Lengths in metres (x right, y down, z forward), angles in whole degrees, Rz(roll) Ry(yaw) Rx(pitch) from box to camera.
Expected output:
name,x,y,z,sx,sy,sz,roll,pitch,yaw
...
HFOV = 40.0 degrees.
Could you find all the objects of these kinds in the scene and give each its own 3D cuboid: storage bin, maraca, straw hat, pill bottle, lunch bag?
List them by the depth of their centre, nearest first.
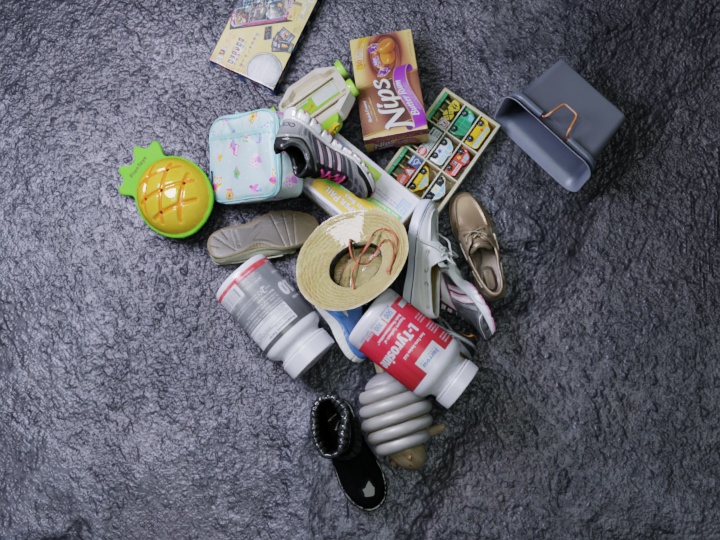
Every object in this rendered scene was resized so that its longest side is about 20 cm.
name,x,y,z,sx,sy,sz,roll,pitch,yaw
pill bottle,0.088,0.130,1.611,0.199,0.112,0.113,37,85,5
straw hat,0.000,0.000,1.639,0.199,0.085,0.203,-12,58,19
pill bottle,-0.144,0.081,1.700,0.114,0.114,0.200,-43,83,-4
lunch bag,-0.185,-0.198,1.705,0.199,0.077,0.162,-1,94,45
storage bin,0.357,-0.265,1.722,0.200,0.146,0.134,42,76,7
maraca,-0.343,-0.142,1.744,0.199,0.107,0.138,38,89,18

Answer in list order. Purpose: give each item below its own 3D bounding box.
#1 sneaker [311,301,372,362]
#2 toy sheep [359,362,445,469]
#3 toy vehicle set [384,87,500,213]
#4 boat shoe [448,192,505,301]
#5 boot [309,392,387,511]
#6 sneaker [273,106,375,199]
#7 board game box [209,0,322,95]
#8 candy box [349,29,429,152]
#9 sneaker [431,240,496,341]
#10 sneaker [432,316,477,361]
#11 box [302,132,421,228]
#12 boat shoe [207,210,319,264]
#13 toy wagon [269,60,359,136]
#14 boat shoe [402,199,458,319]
name,x,y,z,sx,sy,sz,roll,pitch,yaw
sneaker,-0.026,0.054,1.711,0.089,0.079,0.201,-34,90,15
toy sheep,0.061,0.238,1.666,0.137,0.138,0.202,-21,80,-1
toy vehicle set,0.143,-0.211,1.761,0.124,0.027,0.201,34,80,9
boat shoe,0.209,-0.047,1.727,0.071,0.065,0.202,-21,80,-1
boot,-0.022,0.305,1.642,0.079,0.158,0.213,-26,82,-1
sneaker,-0.065,-0.173,1.623,0.200,0.074,0.088,41,68,-18
board game box,-0.172,-0.441,1.811,0.134,0.035,0.202,26,84,5
candy box,0.050,-0.319,1.757,0.115,0.057,0.202,-9,70,4
sneaker,0.158,0.048,1.718,0.086,0.080,0.201,-37,69,3
sneaker,0.112,0.109,1.714,0.199,0.079,0.077,32,59,9
box,-0.003,-0.130,1.728,0.199,0.101,0.113,39,84,7
boat shoe,-0.170,-0.052,1.754,0.199,0.063,0.074,-16,70,-7
toy wagon,-0.074,-0.280,1.725,0.154,0.040,0.201,-34,43,7
boat shoe,0.125,-0.017,1.658,0.085,0.074,0.204,5,84,29
